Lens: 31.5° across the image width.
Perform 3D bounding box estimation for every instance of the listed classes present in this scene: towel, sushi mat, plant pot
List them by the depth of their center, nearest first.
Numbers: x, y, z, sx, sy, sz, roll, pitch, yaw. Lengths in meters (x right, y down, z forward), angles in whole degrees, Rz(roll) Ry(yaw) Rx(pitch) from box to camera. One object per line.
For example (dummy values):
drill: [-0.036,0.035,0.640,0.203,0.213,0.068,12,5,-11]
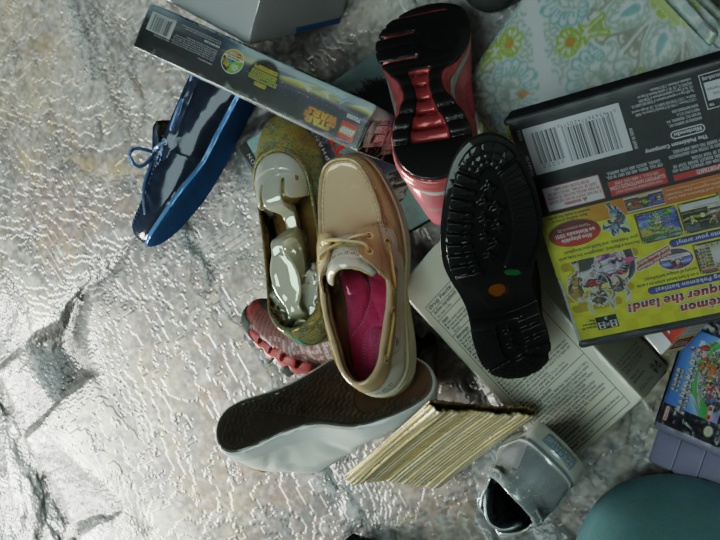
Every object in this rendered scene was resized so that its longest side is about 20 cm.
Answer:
towel: [0.173,-0.141,0.943,0.201,0.048,0.172,-53,55,31]
plant pot: [0.240,0.281,0.996,0.198,0.135,0.202,15,120,27]
sushi mat: [0.062,0.148,1.062,0.200,0.095,0.012,128,142,-57]

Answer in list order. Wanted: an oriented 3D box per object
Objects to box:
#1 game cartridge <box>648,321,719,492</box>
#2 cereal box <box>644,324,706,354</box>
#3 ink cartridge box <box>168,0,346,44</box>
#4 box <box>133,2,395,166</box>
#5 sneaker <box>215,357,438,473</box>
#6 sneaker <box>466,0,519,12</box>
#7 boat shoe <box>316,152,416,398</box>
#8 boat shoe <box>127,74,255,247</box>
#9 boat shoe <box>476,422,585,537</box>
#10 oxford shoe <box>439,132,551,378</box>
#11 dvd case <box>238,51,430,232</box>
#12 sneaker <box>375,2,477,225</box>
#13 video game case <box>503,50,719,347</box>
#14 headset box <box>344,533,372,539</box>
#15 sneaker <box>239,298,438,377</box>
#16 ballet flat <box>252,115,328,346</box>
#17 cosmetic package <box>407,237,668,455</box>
game cartridge: [0.303,0.082,0.973,0.129,0.038,0.202,20,115,19]
cereal box: [0.243,-0.057,0.938,0.144,0.039,0.201,52,124,26]
ink cartridge box: [-0.110,-0.296,1.023,0.199,0.146,0.147,30,118,19]
box: [-0.064,-0.144,1.013,0.199,0.137,0.040,26,97,14]
sneaker: [-0.018,0.125,1.085,0.198,0.085,0.073,-16,54,20]
sneaker: [0.123,-0.273,0.932,0.074,0.088,0.201,41,123,11]
boat shoe: [0.000,0.000,1.014,0.073,0.069,0.202,-15,79,20]
boat shoe: [-0.155,-0.117,1.156,0.068,0.084,0.201,36,104,10]
boat shoe: [0.124,0.173,1.018,0.071,0.201,0.070,-41,77,-12]
oxford shoe: [0.094,-0.021,0.921,0.072,0.085,0.201,-6,129,4]
dvd case: [0.000,-0.091,1.100,0.199,0.022,0.147,-28,90,34]
sneaker: [0.053,-0.119,0.978,0.073,0.202,0.087,-5,142,9]
video game case: [0.219,-0.049,0.881,0.198,0.026,0.182,-14,108,25]
headset box: [0.054,0.362,1.170,0.198,0.093,0.176,13,111,26]
sneaker: [-0.014,0.058,1.126,0.199,0.071,0.099,24,117,19]
ballet flat: [-0.059,-0.037,1.072,0.070,0.070,0.202,-12,84,32]
cosmetic package: [0.138,0.046,1.032,0.200,0.071,0.105,49,124,8]
